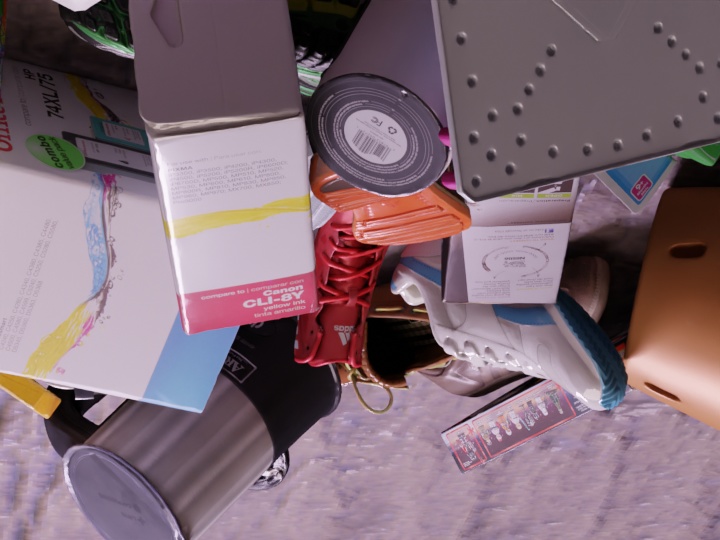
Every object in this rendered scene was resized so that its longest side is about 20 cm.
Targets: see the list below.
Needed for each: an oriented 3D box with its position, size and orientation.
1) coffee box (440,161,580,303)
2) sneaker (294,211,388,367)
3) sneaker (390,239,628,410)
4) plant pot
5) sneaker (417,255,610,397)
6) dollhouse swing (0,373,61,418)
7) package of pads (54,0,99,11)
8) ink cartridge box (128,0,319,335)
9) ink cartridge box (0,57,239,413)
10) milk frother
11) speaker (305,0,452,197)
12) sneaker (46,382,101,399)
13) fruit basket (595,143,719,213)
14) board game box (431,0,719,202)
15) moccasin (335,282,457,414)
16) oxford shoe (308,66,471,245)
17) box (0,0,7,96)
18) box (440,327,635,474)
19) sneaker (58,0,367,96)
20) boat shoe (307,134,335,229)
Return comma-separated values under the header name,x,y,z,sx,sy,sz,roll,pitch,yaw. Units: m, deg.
name,x,y,z,sx,sy,sz,roll,pitch,yaw
coffee box,0.093,-0.073,1.448,0.079,0.114,0.200,0,151,0
sneaker,0.000,0.000,1.578,0.078,0.116,0.200,4,152,-9
sneaker,0.103,0.038,1.565,0.081,0.200,0.076,-51,144,7
plant pot,0.261,0.024,1.574,0.139,0.201,0.201,14,154,10
sneaker,0.104,0.041,1.708,0.075,0.071,0.200,21,144,-25
dollhouse swing,-0.337,0.074,1.555,0.176,0.182,0.200,54,166,-22
package of pads,-0.142,-0.226,1.207,0.199,0.069,0.154,-25,142,38
ink cartridge box,-0.074,-0.081,1.237,0.083,0.146,0.201,-8,150,-3
ink cartridge box,-0.178,-0.025,1.444,0.198,0.147,0.147,13,119,-24
milk frother,-0.125,0.144,1.721,0.180,0.188,0.201,14,135,40
speaker,0.042,-0.132,1.236,0.081,0.201,0.082,14,136,14
sneaker,-0.190,0.017,1.591,0.079,0.131,0.200,1,152,-6
fruit basket,0.161,-0.148,1.260,0.093,0.186,0.200,25,171,35
board game box,0.114,-0.152,1.170,0.199,0.202,0.026,-15,-168,-30
moccasin,0.019,0.056,1.697,0.200,0.078,0.074,-13,122,43
oxford shoe,0.020,-0.063,1.322,0.071,0.074,0.200,-10,164,11
box,-0.297,-0.123,1.261,0.121,0.194,0.200,-11,151,18
box,0.170,0.084,1.739,0.136,0.040,0.200,-27,177,-44
sneaker,-0.084,-0.136,1.364,0.198,0.079,0.085,10,151,-20
boat shoe,-0.077,-0.045,1.545,0.073,0.067,0.200,12,140,-38
